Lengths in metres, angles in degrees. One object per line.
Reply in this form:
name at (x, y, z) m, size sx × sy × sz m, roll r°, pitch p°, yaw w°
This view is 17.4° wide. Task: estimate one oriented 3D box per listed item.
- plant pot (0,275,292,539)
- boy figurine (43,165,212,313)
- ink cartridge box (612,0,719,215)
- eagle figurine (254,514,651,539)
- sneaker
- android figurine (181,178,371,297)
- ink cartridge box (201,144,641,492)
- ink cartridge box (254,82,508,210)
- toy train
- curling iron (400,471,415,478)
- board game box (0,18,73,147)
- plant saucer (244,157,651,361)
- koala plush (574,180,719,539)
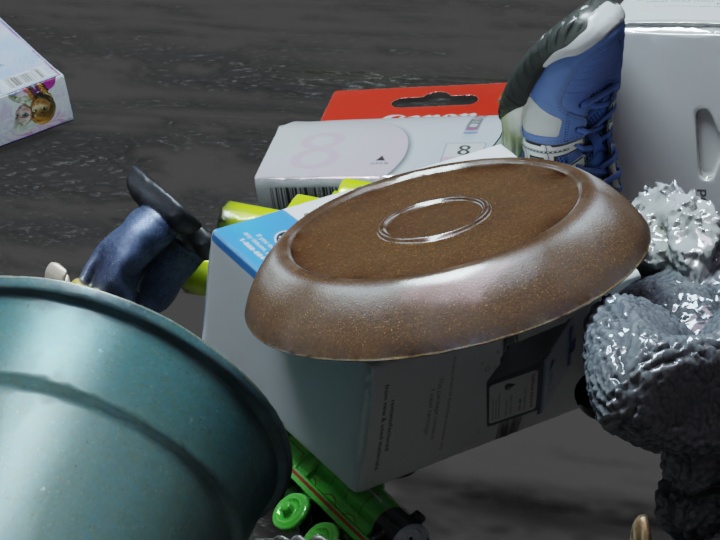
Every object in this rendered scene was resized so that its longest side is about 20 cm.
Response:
plant pot at (-0.153, 0.140, 1.075) m, size 0.200 × 0.200 × 0.196 m, roll 3°, pitch 50°, yaw 21°
boy figurine at (-0.161, 0.043, 1.333) m, size 0.064 × 0.124 × 0.200 m, roll 38°, pitch 87°, yaw 31°
ink cartridge box at (0.214, -0.112, 1.425) m, size 0.085 × 0.146 × 0.200 m, roll 3°, pitch 25°, yaw 21°
eagle figurine at (0.036, 0.196, 1.008) m, size 0.200 × 0.151 × 0.152 m, roll -2°, pitch 40°, yaw -8°
sneaker at (0.121, -0.077, 1.337) m, size 0.077 × 0.200 × 0.076 m, roll 41°, pitch 57°, yaw 18°
android figurine at (0.000, 0.000, 1.397) m, size 0.200 × 0.041 × 0.182 m, roll 10°, pitch 29°, yaw 18°
ink cartridge box at (0.038, 0.020, 1.252) m, size 0.200 × 0.086 × 0.146 m, roll -19°, pitch 41°, yaw -32°
ink cartridge box at (0.032, -0.093, 1.567) m, size 0.162 × 0.057 × 0.200 m, roll -1°, pitch 36°, yaw 15°
toy train at (-0.026, 0.112, 1.227) m, size 0.056 × 0.042 × 0.200 m, roll -46°, pitch 38°, yaw -5°
curling iron at (-0.012, 0.068, 1.332) m, size 0.050 × 0.026 × 0.200 m, roll 4°, pitch 21°, yaw -20°
board game box at (-0.340, -0.127, 1.735) m, size 0.200 × 0.041 × 0.200 m, roll -22°, pitch 32°, yaw -18°
plant saucer at (0.038, -0.013, 1.134) m, size 0.200 × 0.032 × 0.200 m, roll -12°, pitch 20°, yaw 5°
koala plush at (0.180, 0.059, 1.153) m, size 0.184 × 0.178 × 0.200 m, roll -17°, pitch 23°, yaw -9°
